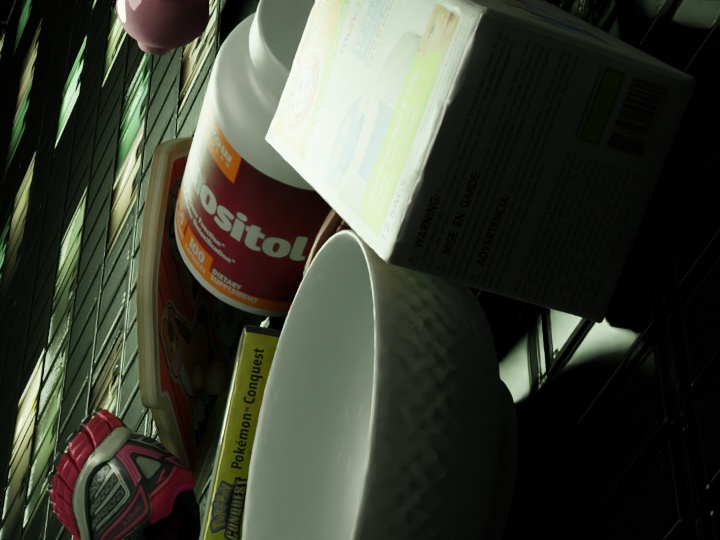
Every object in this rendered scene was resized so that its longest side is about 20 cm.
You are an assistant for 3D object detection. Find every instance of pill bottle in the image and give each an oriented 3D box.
[{"bbox_3d":[-0.031,-0.069,1.185,0.200,0.113,0.113,112,167,-56],"label":"pill bottle"}]

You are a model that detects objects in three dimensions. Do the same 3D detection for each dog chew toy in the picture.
[{"bbox_3d":[-0.151,-0.276,1.856,0.125,0.124,0.200,-112,34,-66],"label":"dog chew toy"}]

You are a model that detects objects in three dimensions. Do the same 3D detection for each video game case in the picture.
[{"bbox_3d":[-0.075,0.147,1.242,0.200,0.025,0.181,107,174,-68],"label":"video game case"}]

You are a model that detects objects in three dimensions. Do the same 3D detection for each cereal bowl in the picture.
[{"bbox_3d":[0.013,0.087,0.974,0.200,0.083,0.200,-168,90,-75],"label":"cereal bowl"}]

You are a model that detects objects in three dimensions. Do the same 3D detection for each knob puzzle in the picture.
[{"bbox_3d":[-0.088,0.009,1.322,0.220,0.030,0.220,2,-90,-75],"label":"knob puzzle"}]

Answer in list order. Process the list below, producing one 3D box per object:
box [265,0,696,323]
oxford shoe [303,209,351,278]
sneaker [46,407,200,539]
[{"bbox_3d":[0.044,-0.068,0.976,0.113,0.101,0.200,-69,22,12],"label":"box"},{"bbox_3d":[0.000,0.000,1.147,0.074,0.071,0.200,-95,27,-59],"label":"oxford shoe"},{"bbox_3d":[-0.127,0.168,1.303,0.081,0.075,0.200,-51,-27,-29],"label":"sneaker"}]
